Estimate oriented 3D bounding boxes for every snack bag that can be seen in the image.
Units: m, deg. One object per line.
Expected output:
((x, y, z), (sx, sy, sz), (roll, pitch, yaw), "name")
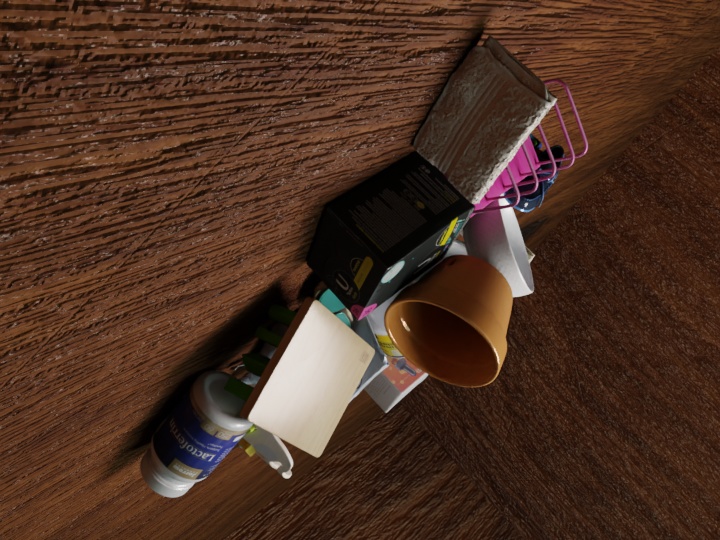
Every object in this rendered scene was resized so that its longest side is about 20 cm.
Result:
((-0.034, 0.153, 1.294), (0.021, 0.189, 0.200), (11, 132, -39), "snack bag")

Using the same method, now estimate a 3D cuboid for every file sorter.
((0.233, -0.189, 1.048), (0.200, 0.140, 0.125), (-35, -162, -31), "file sorter")

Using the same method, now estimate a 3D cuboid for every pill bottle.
((0.064, 0.103, 1.489), (0.112, 0.112, 0.200), (-42, 145, -7), "pill bottle")
((-0.264, 0.266, 1.110), (0.200, 0.116, 0.116), (-50, 164, 21), "pill bottle")

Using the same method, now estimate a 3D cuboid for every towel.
((0.160, -0.197, 0.927), (0.034, 0.133, 0.200), (-27, 158, -44), "towel")

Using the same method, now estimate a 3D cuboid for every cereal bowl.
((0.231, -0.045, 1.193), (0.083, 0.201, 0.200), (-16, 174, 19), "cereal bowl")

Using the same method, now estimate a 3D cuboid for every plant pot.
((0.157, 0.070, 1.110), (0.140, 0.200, 0.200), (-53, 172, -32), "plant pot")

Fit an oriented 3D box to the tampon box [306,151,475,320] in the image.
((0.043, -0.052, 1.031), (0.200, 0.126, 0.150), (-35, 163, -32), "tampon box")

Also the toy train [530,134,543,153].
((0.246, -0.192, 1.298), (0.200, 0.085, 0.116), (-46, 155, 10), "toy train")

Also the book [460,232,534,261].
((0.263, -0.065, 1.440), (0.048, 0.200, 0.134), (-41, 166, -10), "book")

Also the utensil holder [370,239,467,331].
((0.121, 0.041, 1.307), (0.170, 0.170, 0.200), (-36, -173, -27), "utensil holder")

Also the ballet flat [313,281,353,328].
((-0.053, 0.053, 1.197), (0.067, 0.063, 0.200), (-19, 150, -9), "ballet flat")

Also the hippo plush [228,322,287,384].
((-0.104, 0.180, 1.209), (0.200, 0.161, 0.160), (-32, 162, -40), "hippo plush")

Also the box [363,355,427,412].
((0.058, 0.200, 1.627), (0.152, 0.200, 0.107), (-33, 162, -38), "box")

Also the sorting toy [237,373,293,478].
((-0.190, 0.320, 1.330), (0.107, 0.180, 0.200), (-38, 164, -22), "sorting toy")

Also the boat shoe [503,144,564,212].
((0.305, -0.174, 1.210), (0.069, 0.084, 0.200), (-57, 178, 42), "boat shoe")

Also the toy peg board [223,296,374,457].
((-0.102, 0.161, 1.097), (0.201, 0.098, 0.199), (-60, 140, -13), "toy peg board")
